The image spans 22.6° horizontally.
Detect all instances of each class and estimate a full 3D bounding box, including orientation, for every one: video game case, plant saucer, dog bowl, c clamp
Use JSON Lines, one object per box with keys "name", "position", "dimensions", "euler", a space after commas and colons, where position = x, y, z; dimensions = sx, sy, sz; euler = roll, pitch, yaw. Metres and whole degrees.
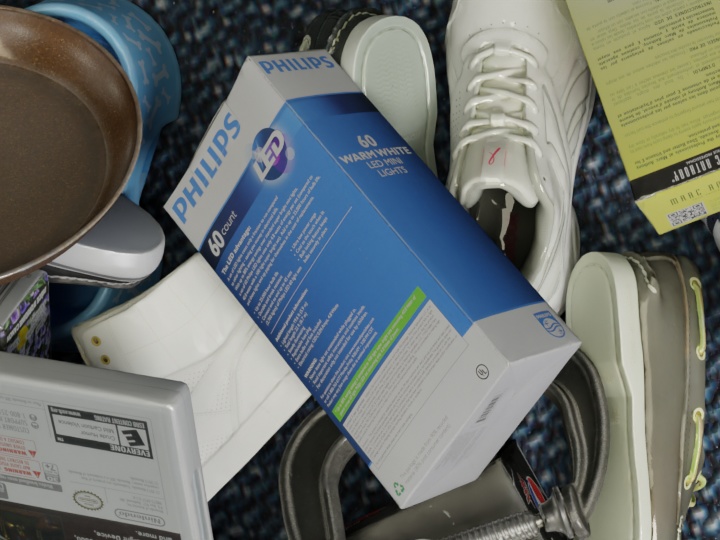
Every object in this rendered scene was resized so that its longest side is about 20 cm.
{"name": "video game case", "position": [-0.167, 0.116, 0.894], "dimensions": [0.200, 0.023, 0.182], "euler": [8, 126, 18]}
{"name": "plant saucer", "position": [-0.207, -0.056, 0.887], "dimensions": [0.200, 0.200, 0.032], "euler": [14, 139, 11]}
{"name": "dog bowl", "position": [-0.162, -0.053, 0.972], "dimensions": [0.111, 0.050, 0.200], "euler": [8, 94, 12]}
{"name": "c clamp", "position": [0.036, 0.118, 0.873], "dimensions": [0.200, 0.027, 0.171], "euler": [-25, 48, 9]}

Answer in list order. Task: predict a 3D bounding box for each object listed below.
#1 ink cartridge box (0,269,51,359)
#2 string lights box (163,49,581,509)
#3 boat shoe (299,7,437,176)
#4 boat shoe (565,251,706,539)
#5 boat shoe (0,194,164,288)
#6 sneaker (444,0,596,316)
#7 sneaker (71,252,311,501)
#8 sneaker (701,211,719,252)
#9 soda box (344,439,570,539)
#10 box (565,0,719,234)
{"name": "ink cartridge box", "position": [-0.218, 0.073, 0.938], "dimensions": [0.109, 0.050, 0.200], "euler": [16, 132, 11]}
{"name": "string lights box", "position": [0.000, 0.000, 0.848], "dimensions": [0.200, 0.059, 0.103], "euler": [51, 128, 23]}
{"name": "boat shoe", "position": [0.003, -0.036, 0.932], "dimensions": [0.060, 0.076, 0.200], "euler": [20, 111, 50]}
{"name": "boat shoe", "position": [0.144, 0.090, 0.901], "dimensions": [0.060, 0.072, 0.202], "euler": [-3, 93, -23]}
{"name": "boat shoe", "position": [-0.198, -0.017, 0.927], "dimensions": [0.200, 0.070, 0.066], "euler": [14, 118, 7]}
{"name": "sneaker", "position": [0.076, -0.065, 0.892], "dimensions": [0.078, 0.099, 0.200], "euler": [-4, 92, 13]}
{"name": "sneaker", "position": [-0.118, 0.079, 0.949], "dimensions": [0.116, 0.074, 0.200], "euler": [43, 103, 0]}
{"name": "sneaker", "position": [0.197, -0.014, 0.864], "dimensions": [0.070, 0.108, 0.200], "euler": [-20, 89, 12]}
{"name": "soda box", "position": [0.007, 0.166, 0.939], "dimensions": [0.200, 0.063, 0.071], "euler": [-29, 88, 13]}
{"name": "box", "position": [0.139, -0.123, 0.866], "dimensions": [0.075, 0.050, 0.200], "euler": [-22, 67, 12]}
